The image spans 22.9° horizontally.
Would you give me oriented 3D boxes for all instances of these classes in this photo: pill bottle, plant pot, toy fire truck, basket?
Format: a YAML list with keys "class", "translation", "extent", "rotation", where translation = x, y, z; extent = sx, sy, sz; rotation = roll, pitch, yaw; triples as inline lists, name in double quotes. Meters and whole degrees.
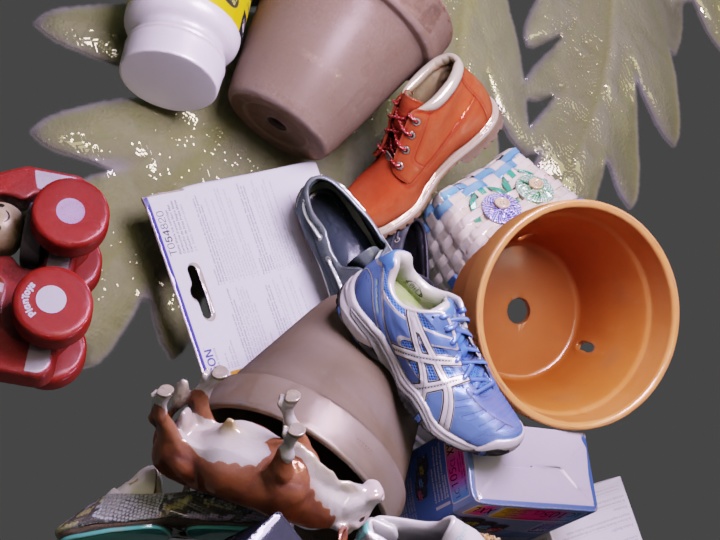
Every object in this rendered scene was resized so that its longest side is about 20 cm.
- class: "pill bottle"
  translation: [-0.159, -0.259, 1.670]
  extent: [0.113, 0.114, 0.202]
  rotation: [24, 60, -22]
- class: "plant pot"
  translation: [-0.026, 0.120, 1.534]
  extent: [0.200, 0.200, 0.174]
  rotation: [41, 56, -11]
- class: "plant pot"
  translation: [-0.035, -0.206, 1.697]
  extent: [0.200, 0.200, 0.176]
  rotation: [36, 72, -15]
- class: "plant pot"
  translation: [0.167, 0.038, 1.605]
  extent: [0.198, 0.140, 0.203]
  rotation: [0, 91, -21]
- class: "toy fire truck"
  translation: [-0.302, 0.001, 1.483]
  extent: [0.166, 0.112, 0.202]
  rotation: [10, 63, -8]
- class: "basket"
  translation: [0.155, -0.006, 1.748]
  extent: [0.176, 0.139, 0.201]
  rotation: [-32, 81, -37]

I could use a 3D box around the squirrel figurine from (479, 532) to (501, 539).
- class: "squirrel figurine"
  translation: [0.089, 0.307, 1.535]
  extent: [0.185, 0.200, 0.143]
  rotation: [-15, 71, -23]

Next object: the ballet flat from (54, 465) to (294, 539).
- class: "ballet flat"
  translation: [-0.154, 0.196, 1.476]
  extent: [0.198, 0.072, 0.073]
  rotation: [-3, 68, 1]

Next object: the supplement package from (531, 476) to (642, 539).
- class: "supplement package"
  translation: [0.206, 0.312, 1.662]
  extent: [0.109, 0.114, 0.202]
  rotation: [-10, 76, -36]

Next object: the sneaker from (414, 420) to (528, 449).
- class: "sneaker"
  translation: [0.127, 0.166, 1.693]
  extent: [0.199, 0.082, 0.075]
  rotation: [23, 59, -23]

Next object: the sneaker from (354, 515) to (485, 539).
- class: "sneaker"
  translation: [0.011, 0.238, 1.441]
  extent: [0.089, 0.198, 0.076]
  rotation: [54, 28, -33]

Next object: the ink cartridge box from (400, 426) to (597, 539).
- class: "ink cartridge box"
  translation: [0.097, 0.203, 1.584]
  extent: [0.135, 0.200, 0.077]
  rotation: [9, 65, -30]

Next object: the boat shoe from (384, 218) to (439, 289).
- class: "boat shoe"
  translation: [0.043, 0.031, 1.679]
  extent: [0.075, 0.062, 0.202]
  rotation: [45, 32, -47]

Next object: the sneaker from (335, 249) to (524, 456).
- class: "sneaker"
  translation: [0.064, 0.070, 1.467]
  extent: [0.200, 0.077, 0.076]
  rotation: [46, 39, 7]

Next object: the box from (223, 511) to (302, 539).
- class: "box"
  translation: [-0.086, 0.326, 1.418]
  extent: [0.201, 0.196, 0.124]
  rotation: [52, 53, -4]

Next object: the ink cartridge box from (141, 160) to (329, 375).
- class: "ink cartridge box"
  translation: [-0.096, 0.010, 1.641]
  extent: [0.199, 0.041, 0.202]
  rotation: [-13, 79, -36]

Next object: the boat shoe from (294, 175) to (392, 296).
- class: "boat shoe"
  translation: [0.000, 0.000, 1.617]
  extent: [0.072, 0.062, 0.201]
  rotation: [-27, 74, -9]

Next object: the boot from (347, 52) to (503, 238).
- class: "boot"
  translation: [0.040, -0.118, 1.688]
  extent: [0.200, 0.075, 0.107]
  rotation: [-46, 141, -7]

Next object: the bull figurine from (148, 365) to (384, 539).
- class: "bull figurine"
  translation: [-0.079, 0.147, 1.401]
  extent: [0.198, 0.122, 0.065]
  rotation: [12, 38, 15]
